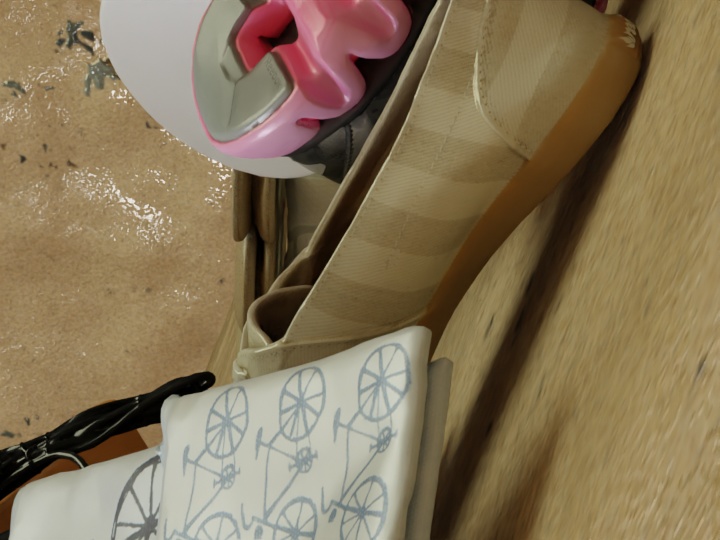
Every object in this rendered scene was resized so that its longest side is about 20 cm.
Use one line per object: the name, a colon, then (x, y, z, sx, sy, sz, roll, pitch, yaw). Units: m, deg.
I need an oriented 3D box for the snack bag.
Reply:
snack bag: (-0.054, 0.119, 0.644, 0.200, 0.021, 0.189, -18, 56, 50)

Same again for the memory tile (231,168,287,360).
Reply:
memory tile: (-0.037, -0.025, 0.992, 0.200, 0.017, 0.154, 94, 179, -51)

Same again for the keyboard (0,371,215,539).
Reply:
keyboard: (-0.079, 0.085, 0.795, 0.127, 0.200, 0.021, -101, -14, -48)

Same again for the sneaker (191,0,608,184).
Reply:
sneaker: (0.044, -0.096, 0.738, 0.200, 0.095, 0.079, -44, 38, 18)

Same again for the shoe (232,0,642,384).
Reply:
shoe: (0.000, 0.000, 0.715, 0.200, 0.053, 0.070, -55, 18, 21)

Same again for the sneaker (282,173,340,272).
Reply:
sneaker: (0.002, -0.010, 0.952, 0.200, 0.075, 0.081, 93, -172, -77)

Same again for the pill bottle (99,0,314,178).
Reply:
pill bottle: (0.003, -0.131, 0.857, 0.200, 0.120, 0.120, -56, -4, -33)

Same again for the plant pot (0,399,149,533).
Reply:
plant pot: (-0.127, 0.160, 0.936, 0.200, 0.140, 0.200, -37, 3, 2)
